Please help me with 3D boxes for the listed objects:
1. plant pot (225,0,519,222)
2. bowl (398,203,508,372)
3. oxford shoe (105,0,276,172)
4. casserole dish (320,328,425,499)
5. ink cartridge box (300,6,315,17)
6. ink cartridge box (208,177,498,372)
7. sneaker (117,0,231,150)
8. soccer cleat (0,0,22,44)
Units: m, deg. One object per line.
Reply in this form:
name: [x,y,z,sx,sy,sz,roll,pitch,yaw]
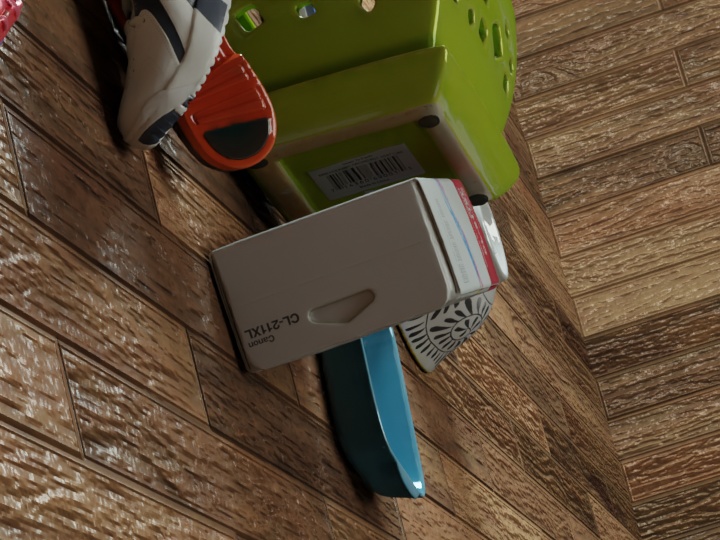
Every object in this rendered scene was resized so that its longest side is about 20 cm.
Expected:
plant pot: [0.000,-0.138,1.822,0.199,0.199,0.182,54,26,-56]
bowl: [0.073,-0.019,2.301,0.201,0.094,0.201,-17,90,-80]
oxford shoe: [-0.121,-0.149,1.592,0.201,0.071,0.073,67,-20,-3]
casserole dish: [0.002,0.078,1.892,0.121,0.039,0.201,58,17,-55]
ink cartridge box: [-0.045,-0.181,2.100,0.099,0.039,0.201,49,25,-68]
ink cartridge box: [0.000,0.000,1.695,0.200,0.145,0.083,-7,78,-81]
sneaker: [-0.136,-0.178,1.510,0.079,0.129,0.200,163,-52,-74]
soccer cleat: [-0.178,-0.104,1.101,0.200,0.073,0.068,-94,163,-56]
